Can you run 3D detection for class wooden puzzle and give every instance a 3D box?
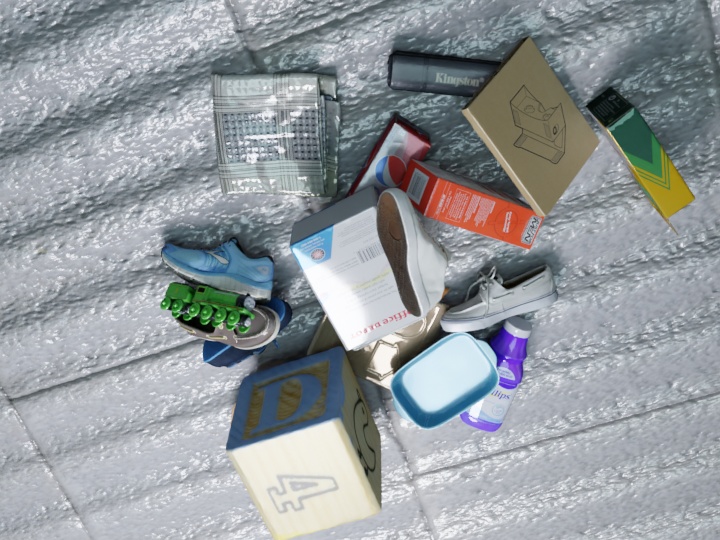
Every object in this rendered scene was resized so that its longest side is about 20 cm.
[{"bbox_3d":[0.029,0.097,1.358,0.196,0.047,0.188,21,114,-12],"label":"wooden puzzle"}]

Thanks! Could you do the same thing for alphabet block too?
[{"bbox_3d":[-0.084,0.281,1.315,0.192,0.197,0.203,-17,118,12],"label":"alphabet block"}]

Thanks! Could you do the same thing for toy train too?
[{"bbox_3d":[-0.238,0.054,1.263,0.197,0.057,0.042,7,157,37],"label":"toy train"}]

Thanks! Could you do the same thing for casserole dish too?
[{"bbox_3d":[0.140,0.177,1.337,0.199,0.039,0.122,-37,95,21],"label":"casserole dish"}]

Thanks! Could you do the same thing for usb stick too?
[{"bbox_3d":[0.135,-0.285,1.185,0.195,0.033,0.057,6,107,-1],"label":"usb stick"}]

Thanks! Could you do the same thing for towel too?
[{"bbox_3d":[-0.126,-0.203,1.232,0.195,0.035,0.197,0,114,1],"label":"towel"}]

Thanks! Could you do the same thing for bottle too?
[{"bbox_3d":[0.233,0.175,1.370,0.082,0.066,0.204,18,114,-2],"label":"bottle"}]

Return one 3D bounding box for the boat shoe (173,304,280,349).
[{"bbox_3d":[-0.217,0.082,1.299,0.196,0.074,0.059,3,164,36],"label":"boat shoe"}]

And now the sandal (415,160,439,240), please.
[{"bbox_3d":[0.086,-0.073,1.270,0.049,0.082,0.207,23,121,39],"label":"sandal"}]

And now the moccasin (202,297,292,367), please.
[{"bbox_3d":[-0.182,0.104,1.356,0.198,0.082,0.068,-26,140,32],"label":"moccasin"}]

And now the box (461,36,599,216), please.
[{"bbox_3d":[0.251,-0.208,1.169,0.201,0.021,0.164,48,69,-19],"label":"box"}]

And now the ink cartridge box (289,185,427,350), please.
[{"bbox_3d":[0.000,0.000,1.222,0.142,0.085,0.203,-23,114,10],"label":"ink cartridge box"}]

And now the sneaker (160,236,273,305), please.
[{"bbox_3d":[-0.227,-0.012,1.311,0.196,0.079,0.092,16,77,8],"label":"sneaker"}]

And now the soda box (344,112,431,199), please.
[{"bbox_3d":[0.029,-0.134,1.241,0.069,0.064,0.202,27,112,-10],"label":"soda box"}]

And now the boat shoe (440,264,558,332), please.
[{"bbox_3d":[0.218,0.033,1.301,0.197,0.075,0.088,-16,106,1],"label":"boat shoe"}]

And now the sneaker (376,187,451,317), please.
[{"bbox_3d":[0.080,-0.038,1.144,0.084,0.072,0.203,-33,126,-25],"label":"sneaker"}]

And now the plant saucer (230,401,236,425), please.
[{"bbox_3d":[-0.133,0.271,1.444,0.195,0.038,0.205,1,113,2],"label":"plant saucer"}]

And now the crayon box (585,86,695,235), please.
[{"bbox_3d":[0.415,-0.162,1.179,0.051,0.126,0.201,-35,109,16],"label":"crayon box"}]

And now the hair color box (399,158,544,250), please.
[{"bbox_3d":[0.164,-0.097,1.195,0.196,0.102,0.062,15,106,-26],"label":"hair color box"}]
